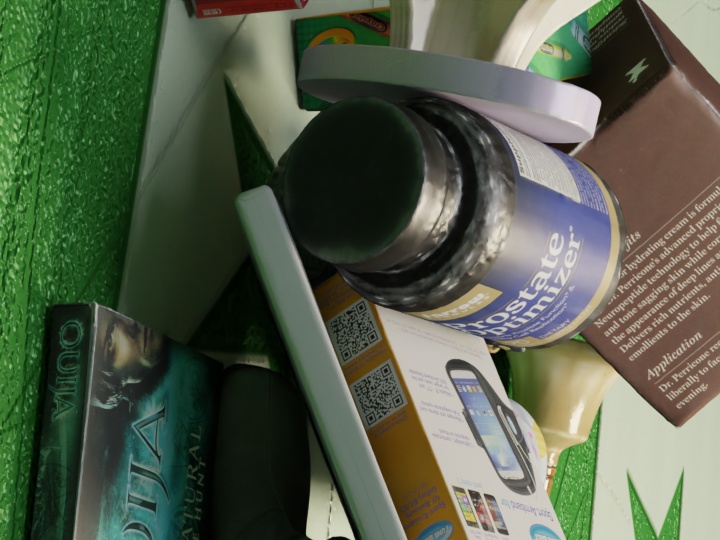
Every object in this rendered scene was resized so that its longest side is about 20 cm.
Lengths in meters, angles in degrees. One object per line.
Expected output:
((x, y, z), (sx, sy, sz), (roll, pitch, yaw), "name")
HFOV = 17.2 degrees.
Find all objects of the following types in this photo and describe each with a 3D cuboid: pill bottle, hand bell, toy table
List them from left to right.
((0.049, -0.027, 1.243), (0.200, 0.112, 0.112), (17, 71, -55), "pill bottle")
((0.055, -0.141, 1.274), (0.184, 0.200, 0.118), (17, 87, -50), "toy table")
((0.125, 0.146, 1.655), (0.104, 0.104, 0.201), (18, 83, -64), "hand bell")

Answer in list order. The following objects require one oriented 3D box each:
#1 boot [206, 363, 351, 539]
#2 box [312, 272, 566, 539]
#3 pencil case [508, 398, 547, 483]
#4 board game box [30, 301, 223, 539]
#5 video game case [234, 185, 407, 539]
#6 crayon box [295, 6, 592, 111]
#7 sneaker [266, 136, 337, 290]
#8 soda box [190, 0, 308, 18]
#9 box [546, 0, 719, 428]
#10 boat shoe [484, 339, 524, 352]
((-0.034, 0.142, 1.210), (0.070, 0.132, 0.201), (4, 80, -26), "boot")
((0.049, 0.098, 1.270), (0.119, 0.041, 0.201), (22, 43, -54), "box")
((0.067, 0.119, 1.447), (0.200, 0.090, 0.083), (0, 110, -83), "pencil case")
((-0.116, 0.128, 1.168), (0.135, 0.028, 0.201), (32, 59, -62), "board game box")
((-0.015, 0.073, 1.224), (0.182, 0.023, 0.201), (84, -15, -75), "video game case")
((0.056, -0.138, 1.467), (0.200, 0.118, 0.059), (-19, 104, -64), "crayon box")
((0.000, 0.000, 1.363), (0.087, 0.074, 0.201), (-35, 130, -34), "sneaker")
((-0.037, -0.219, 1.330), (0.200, 0.070, 0.064), (-61, 141, -48), "soda box")
((0.195, -0.041, 1.571), (0.200, 0.166, 0.164), (45, 15, -18), "box")
((0.071, 0.024, 1.435), (0.071, 0.091, 0.200), (-40, 162, -24), "boat shoe")
